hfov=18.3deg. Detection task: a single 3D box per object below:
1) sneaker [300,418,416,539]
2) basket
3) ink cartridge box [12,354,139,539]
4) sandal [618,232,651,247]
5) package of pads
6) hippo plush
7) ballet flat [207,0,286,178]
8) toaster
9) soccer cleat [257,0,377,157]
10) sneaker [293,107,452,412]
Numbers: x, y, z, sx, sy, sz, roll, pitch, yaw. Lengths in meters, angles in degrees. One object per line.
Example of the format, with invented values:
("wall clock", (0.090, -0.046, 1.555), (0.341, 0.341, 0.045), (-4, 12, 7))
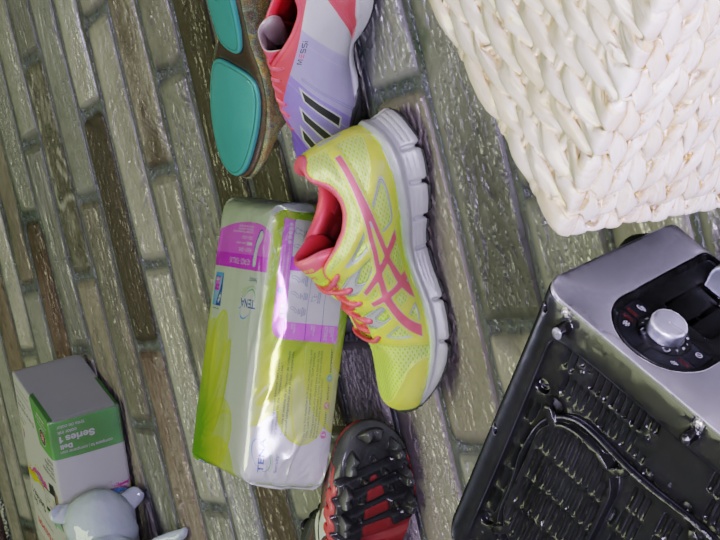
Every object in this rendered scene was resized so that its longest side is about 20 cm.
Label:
("sneaker", (-0.005, 0.181, 1.609), (0.098, 0.070, 0.201), (47, 147, 49))
("basket", (0.129, -0.145, 0.894), (0.201, 0.160, 0.199), (63, 156, 26))
("ink cartridge box", (-0.308, 0.215, 2.436), (0.145, 0.084, 0.201), (-139, 39, -58))
("sandal", (0.174, 0.074, 1.077), (0.048, 0.075, 0.202), (-10, 103, 45))
("package of pads", (-0.063, 0.050, 1.604), (0.154, 0.068, 0.201), (-170, 87, -71))
("hippo plush", (-0.276, 0.305, 2.302), (0.161, 0.158, 0.201), (-125, 28, -43))
("ballet flat", (-0.071, -0.156, 1.568), (0.071, 0.070, 0.201), (-129, 27, -49))
("toaster", (0.147, 0.108, 0.973), (0.181, 0.118, 0.201), (41, 135, 24))
("soccer cleat", (-0.036, -0.138, 1.471), (0.201, 0.073, 0.068), (99, 150, -47))
("sneaker", (0.000, 0.000, 1.444), (0.078, 0.090, 0.201), (25, 128, 63))
